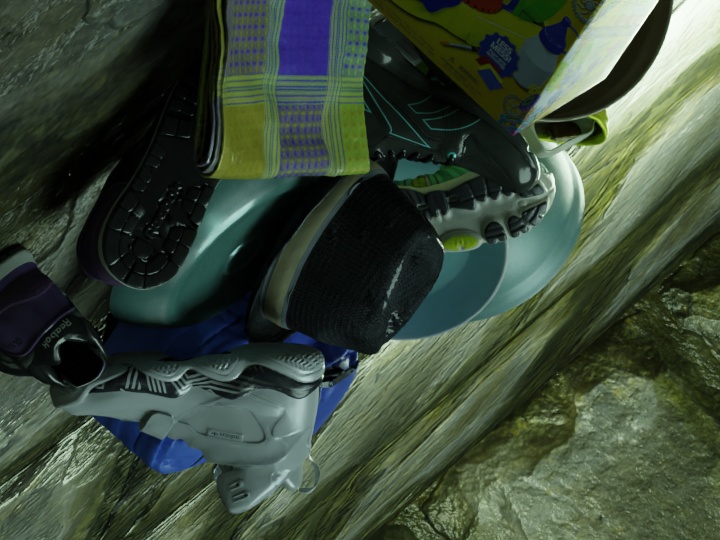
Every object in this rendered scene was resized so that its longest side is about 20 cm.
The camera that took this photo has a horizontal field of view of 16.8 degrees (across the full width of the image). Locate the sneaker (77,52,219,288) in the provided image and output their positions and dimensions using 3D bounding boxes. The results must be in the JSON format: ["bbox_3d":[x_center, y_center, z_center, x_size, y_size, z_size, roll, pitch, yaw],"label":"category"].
[{"bbox_3d":[-0.126,-0.080,1.622,0.200,0.076,0.087,-55,-156,-16],"label":"sneaker"}]

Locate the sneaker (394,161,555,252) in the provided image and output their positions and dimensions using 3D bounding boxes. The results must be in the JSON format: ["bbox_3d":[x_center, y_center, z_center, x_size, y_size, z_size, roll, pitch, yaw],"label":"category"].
[{"bbox_3d":[0.058,-0.047,1.931,0.199,0.078,0.080,-9,-160,13],"label":"sneaker"}]

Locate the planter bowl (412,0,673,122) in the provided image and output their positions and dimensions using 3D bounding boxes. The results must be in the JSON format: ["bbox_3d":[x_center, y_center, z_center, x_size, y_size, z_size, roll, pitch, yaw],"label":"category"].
[{"bbox_3d":[0.111,-0.206,1.786,0.200,0.200,0.135,-43,-166,-16],"label":"planter bowl"}]

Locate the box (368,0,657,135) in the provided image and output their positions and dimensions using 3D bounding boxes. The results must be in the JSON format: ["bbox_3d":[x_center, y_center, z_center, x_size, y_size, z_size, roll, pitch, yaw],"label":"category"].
[{"bbox_3d":[0.101,-0.235,1.572,0.122,0.200,0.193,-32,161,-46],"label":"box"}]

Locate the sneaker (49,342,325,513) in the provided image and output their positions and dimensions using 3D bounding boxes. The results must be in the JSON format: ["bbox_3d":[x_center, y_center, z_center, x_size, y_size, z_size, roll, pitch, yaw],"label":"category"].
[{"bbox_3d":[-0.122,0.117,1.760,0.199,0.115,0.075,-4,-172,-5],"label":"sneaker"}]

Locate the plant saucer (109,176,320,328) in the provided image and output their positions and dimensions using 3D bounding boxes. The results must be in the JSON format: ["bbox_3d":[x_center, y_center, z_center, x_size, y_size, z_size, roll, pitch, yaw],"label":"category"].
[{"bbox_3d":[-0.094,-0.022,1.756,0.200,0.036,0.200,-40,164,-14],"label":"plant saucer"}]

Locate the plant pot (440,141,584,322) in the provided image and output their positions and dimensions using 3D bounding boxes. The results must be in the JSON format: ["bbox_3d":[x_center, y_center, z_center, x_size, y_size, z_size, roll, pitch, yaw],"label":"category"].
[{"bbox_3d":[0.076,-0.075,2.085,0.200,0.200,0.134,-45,140,-6],"label":"plant pot"}]

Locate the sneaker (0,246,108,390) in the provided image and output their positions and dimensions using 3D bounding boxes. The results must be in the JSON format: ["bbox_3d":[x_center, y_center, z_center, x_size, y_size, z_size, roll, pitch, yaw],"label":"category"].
[{"bbox_3d":[-0.216,0.056,1.687,0.076,0.088,0.200,-45,168,-7],"label":"sneaker"}]

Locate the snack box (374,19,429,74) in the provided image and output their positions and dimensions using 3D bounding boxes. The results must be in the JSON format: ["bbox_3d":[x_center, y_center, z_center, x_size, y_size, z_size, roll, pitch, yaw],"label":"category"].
[{"bbox_3d":[-0.039,-0.107,1.845,0.200,0.053,0.142,-27,156,-52],"label":"snack box"}]

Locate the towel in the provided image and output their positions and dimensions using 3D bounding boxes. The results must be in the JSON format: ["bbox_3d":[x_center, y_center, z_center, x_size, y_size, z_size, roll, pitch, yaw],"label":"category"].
[{"bbox_3d":[-0.046,-0.130,1.584,0.200,0.023,0.144,-2,96,-59],"label":"towel"}]

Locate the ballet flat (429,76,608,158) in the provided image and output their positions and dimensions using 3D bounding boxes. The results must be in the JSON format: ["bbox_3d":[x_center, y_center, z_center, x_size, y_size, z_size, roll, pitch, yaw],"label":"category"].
[{"bbox_3d":[0.118,-0.118,1.894,0.200,0.067,0.067,-6,157,-38],"label":"ballet flat"}]

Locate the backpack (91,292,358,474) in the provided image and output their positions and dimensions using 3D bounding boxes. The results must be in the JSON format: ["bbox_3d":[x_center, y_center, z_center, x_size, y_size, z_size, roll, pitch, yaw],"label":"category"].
[{"bbox_3d":[-0.110,0.071,1.919,0.200,0.168,0.163,-22,146,-55],"label":"backpack"}]

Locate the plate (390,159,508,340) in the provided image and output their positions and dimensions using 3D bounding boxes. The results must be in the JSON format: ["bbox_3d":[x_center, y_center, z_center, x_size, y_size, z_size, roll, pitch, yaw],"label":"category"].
[{"bbox_3d":[0.026,-0.031,2.011,0.200,0.200,0.026,-54,-171,31],"label":"plate"}]

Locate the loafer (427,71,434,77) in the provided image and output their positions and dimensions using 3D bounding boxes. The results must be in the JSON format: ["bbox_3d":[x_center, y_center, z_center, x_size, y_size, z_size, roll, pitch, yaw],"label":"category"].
[{"bbox_3d":[0.056,-0.164,1.963,0.200,0.063,0.072,-51,169,19],"label":"loafer"}]

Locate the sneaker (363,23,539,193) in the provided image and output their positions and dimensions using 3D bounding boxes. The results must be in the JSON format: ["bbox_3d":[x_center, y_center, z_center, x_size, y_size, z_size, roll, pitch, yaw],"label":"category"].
[{"bbox_3d":[0.034,-0.104,1.727,0.079,0.200,0.075,-58,-176,-9],"label":"sneaker"}]

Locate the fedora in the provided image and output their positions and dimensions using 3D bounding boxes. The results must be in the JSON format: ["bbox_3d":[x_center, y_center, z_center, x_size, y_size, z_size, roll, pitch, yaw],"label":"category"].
[{"bbox_3d":[0.000,0.000,1.796,0.201,0.092,0.201,-49,165,-18],"label":"fedora"}]
